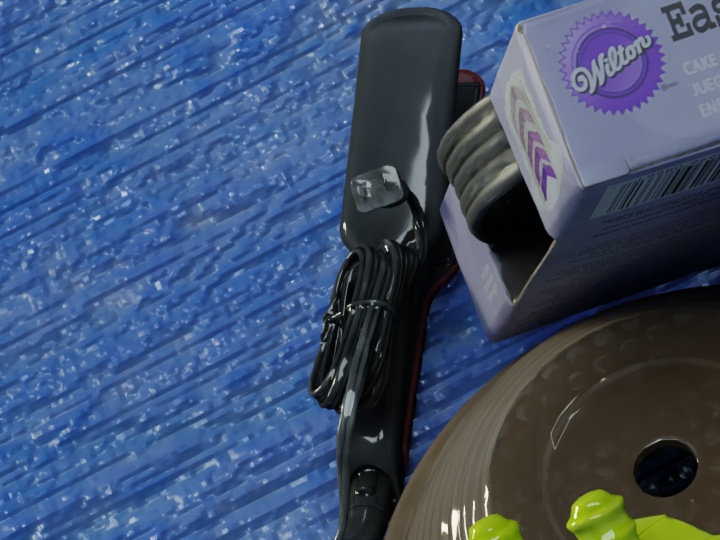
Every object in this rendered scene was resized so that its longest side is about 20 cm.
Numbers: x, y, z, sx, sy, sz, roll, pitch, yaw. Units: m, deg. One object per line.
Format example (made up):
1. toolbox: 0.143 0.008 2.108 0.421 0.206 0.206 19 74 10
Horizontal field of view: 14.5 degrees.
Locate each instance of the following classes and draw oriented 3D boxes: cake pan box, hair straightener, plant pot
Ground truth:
1. cake pan box: 0.121 -0.046 0.769 0.199 0.184 0.052 -19 77 -7
2. hair straightener: 0.000 0.000 0.865 0.041 0.077 0.201 4 59 19
3. plant pot: 0.092 0.077 0.774 0.200 0.093 0.201 -9 56 14

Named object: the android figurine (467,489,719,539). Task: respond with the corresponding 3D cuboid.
1. android figurine: 0.090 0.140 0.666 0.041 0.200 0.182 -33 8 -31
